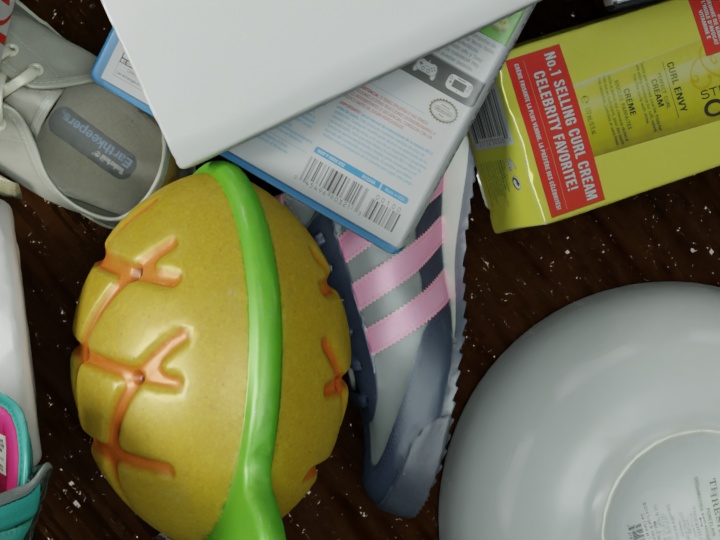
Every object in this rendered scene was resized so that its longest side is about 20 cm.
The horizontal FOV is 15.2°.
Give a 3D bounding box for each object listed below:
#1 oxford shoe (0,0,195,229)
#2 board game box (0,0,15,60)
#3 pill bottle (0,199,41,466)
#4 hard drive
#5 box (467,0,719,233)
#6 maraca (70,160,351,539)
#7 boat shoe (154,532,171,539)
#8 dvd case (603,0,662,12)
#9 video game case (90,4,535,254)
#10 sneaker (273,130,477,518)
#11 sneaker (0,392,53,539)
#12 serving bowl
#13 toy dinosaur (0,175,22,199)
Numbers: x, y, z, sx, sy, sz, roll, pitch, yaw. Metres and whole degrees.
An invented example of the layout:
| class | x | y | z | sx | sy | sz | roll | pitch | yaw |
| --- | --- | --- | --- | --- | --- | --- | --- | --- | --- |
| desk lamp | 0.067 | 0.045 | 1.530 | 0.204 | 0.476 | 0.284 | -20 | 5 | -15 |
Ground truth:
| class | x | y | z | sx | sy | sz | roll | pitch | yaw |
| --- | --- | --- | --- | --- | --- | --- | --- | --- | --- |
| oxford shoe | -0.154 | -0.080 | 1.093 | 0.200 | 0.058 | 0.075 | 31 | 90 | -6 |
| board game box | -0.228 | -0.152 | 1.058 | 0.199 | 0.046 | 0.152 | 12 | 87 | 7 |
| pill bottle | -0.229 | 0.036 | 1.060 | 0.199 | 0.111 | 0.111 | -7 | 93 | -7 |
| hard drive | -0.007 | -0.139 | 1.019 | 0.199 | 0.027 | 0.132 | -24 | 92 | 14 |
| box | 0.138 | -0.079 | 1.108 | 0.199 | 0.050 | 0.076 | -18 | 94 | -23 |
| maraca | -0.057 | 0.055 | 1.046 | 0.107 | 0.137 | 0.201 | 2 | 67 | -19 |
| boat shoe | -0.037 | 0.193 | 1.112 | 0.070 | 0.070 | 0.200 | -29 | 96 | -9 |
| dvd case | 0.141 | -0.213 | 1.040 | 0.142 | 0.018 | 0.201 | -14 | 94 | -6 |
| video game case | 0.000 | -0.127 | 1.042 | 0.143 | 0.018 | 0.200 | 30 | 103 | 8 |
| sneaker | 0.000 | 0.000 | 1.111 | 0.082 | 0.070 | 0.201 | 4 | 83 | -13 |
| sneaker | -0.137 | 0.102 | 1.017 | 0.083 | 0.200 | 0.121 | 15 | 103 | 28 |
| serving bowl | 0.135 | 0.105 | 1.135 | 0.199 | 0.066 | 0.201 | 0 | 93 | -7 |
| toy dinosaur | -0.240 | -0.046 | 1.062 | 0.199 | 0.088 | 0.048 | -7 | 59 | 3 |
